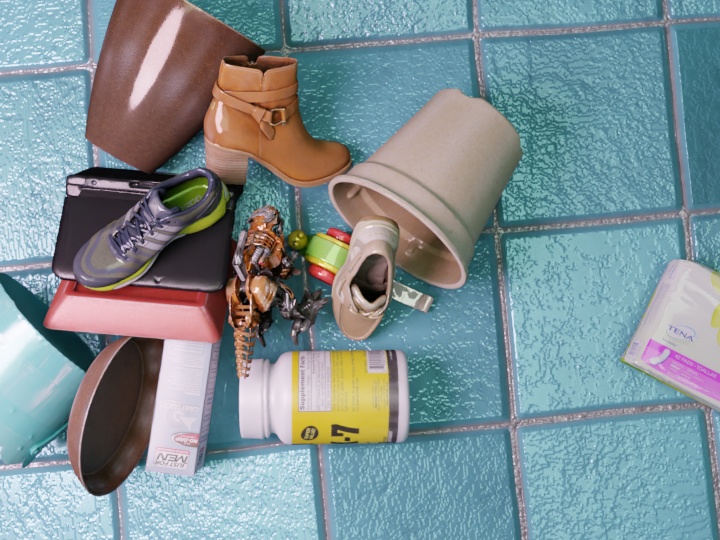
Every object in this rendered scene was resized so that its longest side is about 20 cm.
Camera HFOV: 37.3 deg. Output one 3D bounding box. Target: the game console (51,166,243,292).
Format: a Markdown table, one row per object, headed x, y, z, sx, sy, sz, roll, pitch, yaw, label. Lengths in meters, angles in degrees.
| x | y | z | sx | sy | sz | roll | pitch | yaw | label |
| --- | --- | --- | --- | --- | --- | --- | --- | --- | --- |
| -0.249 | -0.053 | 1.279 | 0.200 | 0.176 | 0.116 | 5 | 100 | -3 | game console |

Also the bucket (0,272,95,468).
| x | y | z | sx | sy | sz | roll | pitch | yaw | label |
| --- | --- | --- | --- | --- | --- | --- | --- | --- | --- |
| -0.406 | 0.110 | 1.238 | 0.135 | 0.207 | 0.207 | -43 | 89 | -5 | bucket |

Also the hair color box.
| x | y | z | sx | sy | sz | roll | pitch | yaw | label |
| --- | --- | --- | --- | --- | --- | --- | --- | --- | --- |
| -0.210 | 0.141 | 1.291 | 0.061 | 0.099 | 0.200 | 7 | 85 | -1 | hair color box |

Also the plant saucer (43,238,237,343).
| x | y | z | sx | sy | sz | roll | pitch | yaw | label |
| --- | --- | --- | --- | --- | --- | --- | --- | --- | --- |
| -0.252 | 0.002 | 1.262 | 0.200 | 0.200 | 0.037 | 6 | 126 | -2 | plant saucer |

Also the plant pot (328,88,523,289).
| x | y | z | sx | sy | sz | roll | pitch | yaw | label |
| --- | --- | --- | --- | --- | --- | --- | --- | --- | --- |
| 0.094 | -0.111 | 1.289 | 0.200 | 0.200 | 0.184 | 37 | 75 | 1 | plant pot |

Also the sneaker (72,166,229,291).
| x | y | z | sx | sy | sz | roll | pitch | yaw | label |
| --- | --- | --- | --- | --- | --- | --- | --- | --- | --- |
| -0.235 | -0.054 | 1.181 | 0.200 | 0.081 | 0.074 | -40 | 79 | -14 | sneaker |

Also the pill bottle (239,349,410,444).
| x | y | z | sx | sy | sz | roll | pitch | yaw | label |
| --- | --- | --- | --- | --- | --- | --- | --- | --- | --- |
| -0.044 | 0.153 | 1.290 | 0.200 | 0.114 | 0.114 | -1 | 86 | -2 | pill bottle |

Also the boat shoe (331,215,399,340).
| x | y | z | sx | sy | sz | roll | pitch | yaw | label |
| --- | --- | --- | --- | --- | --- | --- | --- | --- | --- |
| 0.005 | 0.024 | 1.268 | 0.072 | 0.200 | 0.065 | 9 | 47 | -6 | boat shoe |

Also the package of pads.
| x | y | z | sx | sy | sz | roll | pitch | yaw | label |
| --- | --- | --- | --- | --- | --- | --- | --- | --- | --- |
| 0.451 | 0.090 | 1.339 | 0.200 | 0.068 | 0.155 | 27 | 86 | -1 | package of pads |

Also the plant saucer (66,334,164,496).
| x | y | z | sx | sy | sz | roll | pitch | yaw | label |
| --- | --- | --- | --- | --- | --- | --- | --- | --- | --- |
| -0.286 | 0.161 | 1.242 | 0.034 | 0.200 | 0.200 | 15 | 85 | 13 | plant saucer |

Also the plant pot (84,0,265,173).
| x | y | z | sx | sy | sz | roll | pitch | yaw | label |
| --- | --- | --- | --- | --- | --- | --- | --- | --- | --- |
| -0.243 | -0.225 | 1.288 | 0.187 | 0.187 | 0.200 | 29 | 95 | 0 | plant pot |

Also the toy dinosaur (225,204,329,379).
| x | y | z | sx | sy | sz | roll | pitch | yaw | label |
| --- | --- | --- | --- | --- | --- | --- | --- | --- | --- |
| -0.122 | 0.027 | 1.263 | 0.102 | 0.136 | 0.200 | 21 | 74 | 33 | toy dinosaur |

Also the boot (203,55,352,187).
| x | y | z | sx | sy | sz | roll | pitch | yaw | label |
| --- | --- | --- | --- | --- | --- | --- | --- | --- | --- |
| -0.088 | -0.181 | 1.278 | 0.200 | 0.074 | 0.155 | -7 | 125 | -29 | boot |

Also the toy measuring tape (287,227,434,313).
| x | y | z | sx | sy | sz | roll | pitch | yaw | label |
| --- | --- | --- | --- | --- | --- | --- | --- | --- | --- |
| 0.000 | 0.000 | 1.325 | 0.200 | 0.074 | 0.074 | 27 | 85 | 0 | toy measuring tape |
